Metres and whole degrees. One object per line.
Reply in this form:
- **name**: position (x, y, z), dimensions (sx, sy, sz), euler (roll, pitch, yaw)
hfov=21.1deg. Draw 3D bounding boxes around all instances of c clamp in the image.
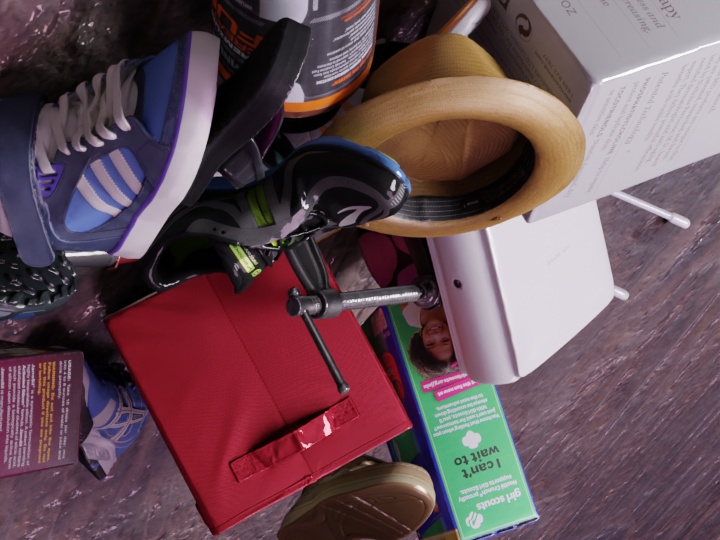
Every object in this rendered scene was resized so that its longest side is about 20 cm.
- **c clamp**: position (0.000, 0.000, 1.426), dimensions (0.027, 0.172, 0.199), euler (-36, 167, 35)

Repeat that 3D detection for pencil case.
- **pencil case**: position (0.093, -0.052, 1.611), dimensions (0.199, 0.091, 0.094), euler (-34, 122, 10)

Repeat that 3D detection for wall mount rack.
- **wall mount rack**: position (0.204, -0.021, 1.823), dimensions (0.173, 0.075, 0.200), euler (-13, 151, -38)

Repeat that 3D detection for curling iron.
- **curling iron**: position (-0.183, -0.008, 1.429), dimensions (0.199, 0.026, 0.050), euler (-2, 142, -49)

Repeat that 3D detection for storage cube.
- **storage cube**: position (-0.082, 0.084, 1.489), dimensions (0.170, 0.181, 0.200), euler (-28, 178, -6)

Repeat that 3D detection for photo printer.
- **photo printer**: position (0.118, -0.037, 1.480), dimensions (0.069, 0.201, 0.166), euler (1, -156, 39)

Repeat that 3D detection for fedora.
- **fedora**: position (0.053, -0.095, 1.281), dimensions (0.199, 0.082, 0.201), euler (-4, 154, -2)

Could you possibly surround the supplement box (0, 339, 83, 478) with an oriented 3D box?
- **supplement box**: position (-0.296, 0.098, 1.336), dimensions (0.110, 0.086, 0.200), euler (6, -175, 30)

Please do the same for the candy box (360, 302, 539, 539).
- **candy box**: position (0.066, 0.124, 1.575), dimensions (0.077, 0.201, 0.169), euler (-18, 172, -12)

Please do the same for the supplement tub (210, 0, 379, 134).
- **supplement tub**: position (-0.040, -0.165, 1.189), dimensions (0.106, 0.107, 0.200), euler (-25, 156, -15)

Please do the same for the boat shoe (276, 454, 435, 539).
- **boat shoe**: position (-0.003, 0.176, 1.537), dimensions (0.071, 0.065, 0.200), euler (31, 149, -20)

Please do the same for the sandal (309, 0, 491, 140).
- **sandal**: position (0.015, -0.144, 1.358), dimensions (0.207, 0.059, 0.079), euler (-43, -176, 43)

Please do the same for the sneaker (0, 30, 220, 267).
- **sneaker**: position (-0.177, -0.083, 1.165), dimensions (0.146, 0.081, 0.200), euler (14, 143, -17)

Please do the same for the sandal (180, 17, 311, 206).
- **sandal**: position (-0.067, -0.083, 1.162), dimensions (0.048, 0.076, 0.200), euler (24, 156, -15)

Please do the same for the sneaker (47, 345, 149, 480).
- **sneaker**: position (-0.219, 0.099, 1.562), dimensions (0.077, 0.076, 0.200), euler (-44, 163, -15)

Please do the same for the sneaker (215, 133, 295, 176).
- **sneaker**: position (-0.139, -0.058, 1.334), dimensions (0.140, 0.078, 0.199), euler (-41, 146, 26)

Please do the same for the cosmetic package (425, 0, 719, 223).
- **cosmetic package**: position (0.178, -0.169, 1.373), dimensions (0.199, 0.168, 0.167), euler (-21, 154, -25)

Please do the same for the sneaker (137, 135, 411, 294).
- **sneaker**: position (-0.056, -0.027, 1.228), dimensions (0.198, 0.083, 0.071), euler (-14, 138, 24)

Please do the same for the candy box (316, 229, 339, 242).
- **candy box**: position (0.030, -0.094, 1.521), dimensions (0.199, 0.026, 0.102), euler (-30, 154, -5)

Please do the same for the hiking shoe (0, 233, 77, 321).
- **hiking shoe**: position (-0.289, 0.012, 1.300), dimensions (0.199, 0.075, 0.087), euler (-3, 155, -35)
